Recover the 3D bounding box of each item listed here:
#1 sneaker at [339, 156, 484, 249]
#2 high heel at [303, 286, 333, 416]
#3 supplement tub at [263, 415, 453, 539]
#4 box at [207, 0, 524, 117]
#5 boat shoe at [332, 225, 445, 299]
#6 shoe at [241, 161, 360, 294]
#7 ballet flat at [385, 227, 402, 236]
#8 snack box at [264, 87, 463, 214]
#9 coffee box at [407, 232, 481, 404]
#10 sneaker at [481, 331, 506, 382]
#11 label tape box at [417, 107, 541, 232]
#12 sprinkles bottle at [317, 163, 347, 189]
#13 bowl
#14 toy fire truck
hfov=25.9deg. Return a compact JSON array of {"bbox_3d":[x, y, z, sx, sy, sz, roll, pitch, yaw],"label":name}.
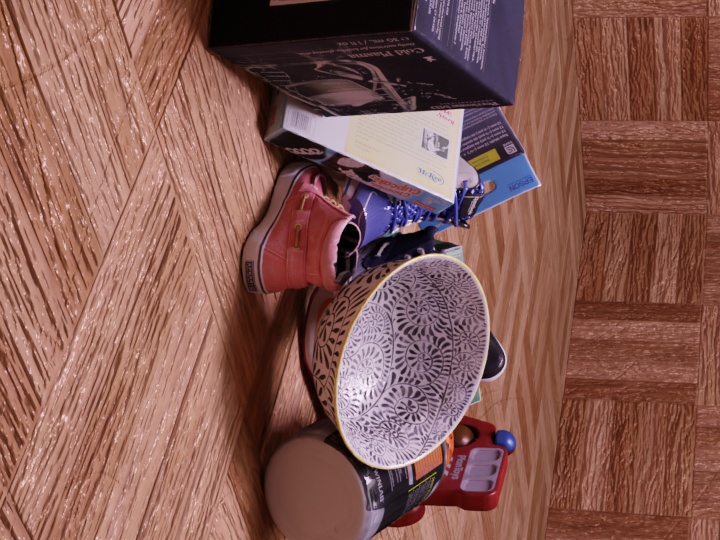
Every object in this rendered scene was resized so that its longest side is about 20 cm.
[{"bbox_3d":[0.060,-0.080,1.580,0.199,0.114,0.081,-46,153,-52],"label":"sneaker"},{"bbox_3d":[-0.024,0.090,1.642,0.096,0.067,0.201,-111,-176,-65],"label":"high heel"},{"bbox_3d":[0.005,0.190,1.526,0.200,0.122,0.124,-21,113,-58],"label":"supplement tub"},{"bbox_3d":[0.009,-0.219,1.330,0.196,0.199,0.125,20,73,-58],"label":"box"},{"bbox_3d":[0.033,0.007,1.565,0.200,0.092,0.075,-71,142,-65],"label":"boat shoe"},{"bbox_3d":[-0.040,-0.040,1.467,0.200,0.090,0.072,-66,154,-57],"label":"shoe"},{"bbox_3d":[0.000,0.000,1.715,0.073,0.067,0.201,107,-3,-52],"label":"ballet flat"},{"bbox_3d":[0.008,-0.144,1.502,0.199,0.037,0.117,22,62,-27],"label":"snack box"},{"bbox_3d":[0.089,0.061,1.932,0.123,0.044,0.202,16,-61,58],"label":"coffee box"},{"bbox_3d":[0.087,0.050,1.799,0.073,0.200,0.112,-49,172,-12],"label":"sneaker"},{"bbox_3d":[0.098,-0.132,1.750,0.066,0.142,0.201,66,-2,-64],"label":"label tape box"},{"bbox_3d":[-0.012,-0.124,1.619,0.200,0.068,0.069,40,53,-73],"label":"sprinkles bottle"},{"bbox_3d":[0.019,0.072,1.440,0.200,0.094,0.202,-18,117,-40],"label":"bowl"},{"bbox_3d":[0.102,0.232,1.921,0.200,0.166,0.113,-57,147,-64],"label":"toy fire truck"}]
